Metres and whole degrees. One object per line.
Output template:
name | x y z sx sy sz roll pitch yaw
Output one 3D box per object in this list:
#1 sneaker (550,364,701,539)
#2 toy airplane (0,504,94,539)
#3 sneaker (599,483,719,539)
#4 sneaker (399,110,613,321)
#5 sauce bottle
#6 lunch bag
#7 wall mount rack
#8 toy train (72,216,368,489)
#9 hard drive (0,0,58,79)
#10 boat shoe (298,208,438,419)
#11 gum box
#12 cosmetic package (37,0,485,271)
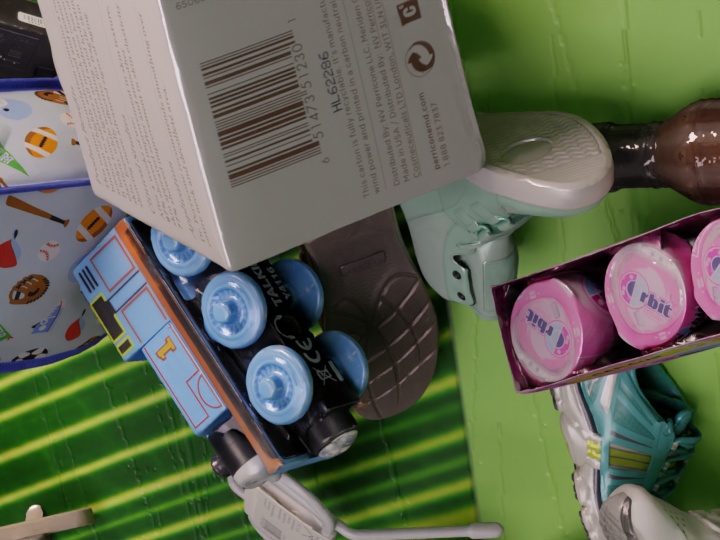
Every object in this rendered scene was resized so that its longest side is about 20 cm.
sneaker | 0.169 0.109 1.444 0.080 0.078 0.200 -8 113 20
toy airplane | -0.312 0.203 1.658 0.200 0.199 0.141 2 107 24
sneaker | 0.217 0.172 1.422 0.087 0.075 0.200 -49 127 5
sneaker | 0.091 -0.027 1.371 0.200 0.074 0.118 16 128 59
sauce bottle | 0.220 -0.068 1.323 0.200 0.065 0.065 0 116 28
lunch bag | -0.200 -0.032 1.487 0.124 0.200 0.170 55 135 32
wall mount rack | -0.005 0.154 1.523 0.174 0.075 0.200 36 164 8
toy train | -0.080 0.039 1.417 0.114 0.087 0.200 -43 73 32
hard drive | -0.263 -0.096 1.528 0.140 0.038 0.200 14 129 -21
boat shoe | 0.000 0.000 1.471 0.076 0.072 0.200 -15 122 -6
gum box | 0.183 0.009 1.289 0.200 0.113 0.066 -21 82 48
cosmetic package | -0.062 -0.123 1.321 0.200 0.166 0.168 28 137 58
